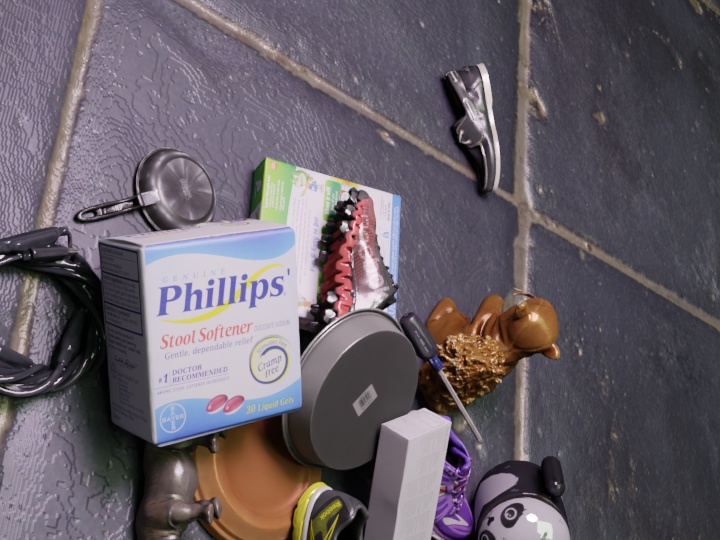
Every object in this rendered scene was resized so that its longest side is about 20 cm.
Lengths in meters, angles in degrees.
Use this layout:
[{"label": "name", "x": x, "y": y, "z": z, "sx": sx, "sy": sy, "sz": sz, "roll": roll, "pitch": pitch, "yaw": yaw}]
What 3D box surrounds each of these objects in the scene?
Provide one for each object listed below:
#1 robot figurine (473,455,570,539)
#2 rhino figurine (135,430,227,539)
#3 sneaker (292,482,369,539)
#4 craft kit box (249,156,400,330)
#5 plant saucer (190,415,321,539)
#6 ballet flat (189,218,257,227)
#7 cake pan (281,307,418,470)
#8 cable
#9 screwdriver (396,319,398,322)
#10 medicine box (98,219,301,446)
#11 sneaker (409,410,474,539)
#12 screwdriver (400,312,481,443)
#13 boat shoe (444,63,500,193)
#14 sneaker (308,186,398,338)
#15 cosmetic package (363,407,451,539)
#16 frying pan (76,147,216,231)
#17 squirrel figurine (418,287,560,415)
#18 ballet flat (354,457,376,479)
[{"label": "robot figurine", "x": 0.210, "y": 0.328, "z": 1.451, "sx": 0.200, "sy": 0.123, "sz": 0.152, "roll": -76, "pitch": 160, "yaw": -74}, {"label": "rhino figurine", "x": -0.191, "y": 0.248, "z": 1.144, "sx": 0.060, "sy": 0.086, "sz": 0.202, "roll": 70, "pitch": 22, "yaw": -67}, {"label": "sneaker", "x": -0.037, "y": 0.344, "z": 1.234, "sx": 0.074, "sy": 0.084, "sz": 0.203, "roll": 4, "pitch": 89, "yaw": -50}, {"label": "craft kit box", "x": -0.046, "y": -0.021, "z": 1.377, "sx": 0.196, "sy": 0.048, "sz": 0.202, "roll": 16, "pitch": 64, "yaw": -26}, {"label": "plant saucer", "x": -0.115, "y": 0.218, "z": 1.259, "sx": 0.199, "sy": 0.037, "sz": 0.202, "roll": 18, "pitch": 63, "yaw": -40}, {"label": "ballet flat", "x": -0.183, "y": -0.006, "z": 1.253, "sx": 0.071, "sy": 0.069, "sz": 0.201, "roll": 46, "pitch": 53, "yaw": -20}, {"label": "cake pan", "x": -0.005, "y": 0.144, "z": 1.271, "sx": 0.199, "sy": 0.037, "sz": 0.202, "roll": -23, "pitch": 124, "yaw": -38}, {"label": "cable", "x": -0.339, "y": 0.047, "z": 1.094, "sx": 0.199, "sy": 0.050, "sz": 0.165, "roll": -23, "pitch": 97, "yaw": -51}, {"label": "screwdriver", "x": 0.038, "y": 0.045, "z": 1.434, "sx": 0.201, "sy": 0.028, "sz": 0.029, "roll": 68, "pitch": 7, "yaw": 30}, {"label": "medicine box", "x": -0.164, "y": 0.057, "z": 1.148, "sx": 0.181, "sy": 0.102, "sz": 0.202, "roll": -10, "pitch": 103, "yaw": -37}, {"label": "sneaker", "x": 0.111, "y": 0.272, "z": 1.419, "sx": 0.081, "sy": 0.083, "sz": 0.202, "roll": -50, "pitch": 128, "yaw": -45}, {"label": "screwdriver", "x": 0.109, "y": 0.136, "z": 1.387, "sx": 0.029, "sy": 0.028, "sz": 0.201, "roll": -45, "pitch": 110, "yaw": -26}, {"label": "boat shoe", "x": 0.174, "y": -0.216, "z": 1.705, "sx": 0.067, "sy": 0.072, "sz": 0.202, "roll": -10, "pitch": 89, "yaw": -10}, {"label": "sneaker", "x": 0.000, "y": 0.000, "z": 1.327, "sx": 0.097, "sy": 0.071, "sz": 0.203, "roll": 17, "pitch": 66, "yaw": -22}, {"label": "cosmetic package", "x": 0.052, "y": 0.274, "z": 1.329, "sx": 0.082, "sy": 0.050, "sz": 0.202, "roll": -10, "pitch": 116, "yaw": -45}, {"label": "frying pan", "x": -0.237, "y": -0.097, "z": 1.260, "sx": 0.189, "sy": 0.031, "sz": 0.116, "roll": 13, "pitch": 66, "yaw": -45}, {"label": "squirrel figurine", "x": 0.175, "y": 0.112, "z": 1.482, "sx": 0.200, "sy": 0.186, "sz": 0.142, "roll": -42, "pitch": 106, "yaw": -45}, {"label": "ballet flat", "x": 0.023, "y": 0.161, "z": 1.395, "sx": 0.073, "sy": 0.073, "sz": 0.202, "roll": 24, "pitch": 60, "yaw": -37}]
